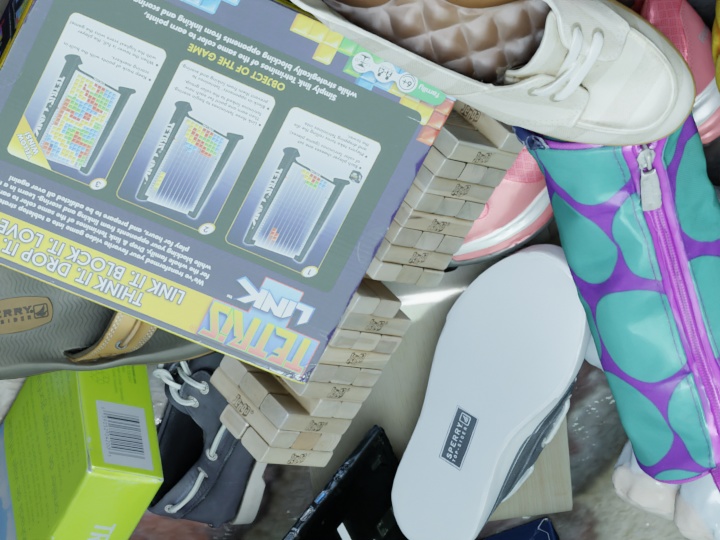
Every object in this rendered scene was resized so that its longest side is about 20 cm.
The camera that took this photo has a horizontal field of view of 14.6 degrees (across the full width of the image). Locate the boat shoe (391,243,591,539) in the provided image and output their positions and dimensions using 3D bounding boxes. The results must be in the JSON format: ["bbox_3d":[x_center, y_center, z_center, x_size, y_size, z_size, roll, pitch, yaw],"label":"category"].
[{"bbox_3d":[0.078,0.060,1.444,0.072,0.068,0.201,33,128,18],"label":"boat shoe"}]

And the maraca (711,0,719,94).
[{"bbox_3d":[0.215,-0.094,1.320,0.106,0.201,0.137,16,-175,22],"label":"maraca"}]

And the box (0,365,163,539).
[{"bbox_3d":[-0.167,0.127,1.492,0.047,0.122,0.200,12,132,-24],"label":"box"}]

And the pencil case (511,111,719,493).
[{"bbox_3d":[0.141,0.001,1.332,0.085,0.092,0.201,-23,114,-3],"label":"pencil case"}]

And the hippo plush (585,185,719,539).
[{"bbox_3d":[0.193,0.041,1.450,0.199,0.160,0.161,-27,135,17],"label":"hippo plush"}]

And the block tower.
[{"bbox_3d":[0.000,0.000,1.369,0.058,0.054,0.201,8,119,-53],"label":"block tower"}]

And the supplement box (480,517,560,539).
[{"bbox_3d":[0.064,0.285,1.690,0.199,0.135,0.200,-20,135,9],"label":"supplement box"}]

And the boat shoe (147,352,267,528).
[{"bbox_3d":[-0.078,0.069,1.488,0.062,0.073,0.201,-2,140,-13],"label":"boat shoe"}]

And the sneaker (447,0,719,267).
[{"bbox_3d":[0.087,-0.078,1.388,0.199,0.074,0.087,-28,119,13],"label":"sneaker"}]

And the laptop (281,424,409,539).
[{"bbox_3d":[-0.065,0.175,1.512,0.200,0.103,0.178,-50,151,-15],"label":"laptop"}]

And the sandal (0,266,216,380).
[{"bbox_3d":[-0.127,0.007,1.407,0.198,0.082,0.055,-9,167,8],"label":"sandal"}]

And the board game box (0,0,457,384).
[{"bbox_3d":[-0.078,-0.060,1.282,0.199,0.057,0.166,23,109,-19],"label":"board game box"}]

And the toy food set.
[{"bbox_3d":[0.038,0.063,1.524,0.142,0.061,0.201,-7,130,1],"label":"toy food set"}]

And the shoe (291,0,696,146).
[{"bbox_3d":[0.053,-0.101,1.227,0.199,0.053,0.070,21,109,-6],"label":"shoe"}]
